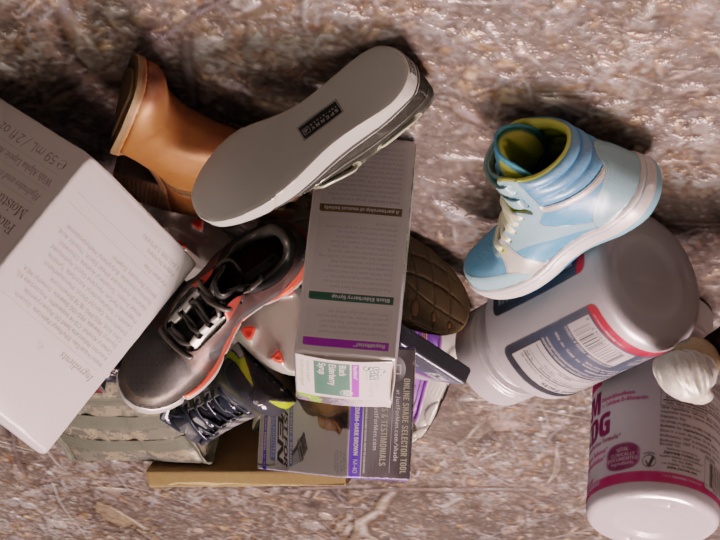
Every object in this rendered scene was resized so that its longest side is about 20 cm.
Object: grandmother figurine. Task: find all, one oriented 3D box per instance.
[{"bbox_3d":[0.308,0.050,1.557,0.199,0.061,0.121,-28,160,-34],"label":"grandmother figurine"}]

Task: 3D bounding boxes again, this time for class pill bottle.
[{"bbox_3d":[0.174,0.040,1.620,0.119,0.120,0.200,26,145,-28],"label":"pill bottle"},{"bbox_3d":[0.254,0.126,1.665,0.112,0.201,0.114,6,149,3],"label":"pill bottle"}]

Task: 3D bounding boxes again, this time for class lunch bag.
[{"bbox_3d":[-0.228,0.087,1.799,0.163,0.118,0.200,-1,141,22],"label":"lunch bag"}]

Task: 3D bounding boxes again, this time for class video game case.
[{"bbox_3d":[-0.013,0.055,1.683,0.143,0.019,0.200,33,163,-28],"label":"video game case"}]

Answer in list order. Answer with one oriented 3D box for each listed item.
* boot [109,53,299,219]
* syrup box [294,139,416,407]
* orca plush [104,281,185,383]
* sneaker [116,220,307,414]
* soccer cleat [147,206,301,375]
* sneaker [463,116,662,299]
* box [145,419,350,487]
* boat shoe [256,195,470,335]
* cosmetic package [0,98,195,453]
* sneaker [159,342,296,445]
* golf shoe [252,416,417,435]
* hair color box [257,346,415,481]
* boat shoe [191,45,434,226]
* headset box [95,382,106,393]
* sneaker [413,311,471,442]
[{"bbox_3d":[-0.113,-0.100,1.505,0.154,0.074,0.200,10,160,-2],"label":"boot"},{"bbox_3d":[-0.004,-0.001,1.513,0.081,0.201,0.079,6,150,3],"label":"syrup box"},{"bbox_3d":[-0.155,0.044,1.645,0.071,0.106,0.200,3,-170,31],"label":"orca plush"},{"bbox_3d":[-0.124,0.028,1.543,0.077,0.200,0.082,42,176,12],"label":"sneaker"},{"bbox_3d":[-0.102,0.013,1.628,0.200,0.069,0.078,43,174,14],"label":"soccer cleat"},{"bbox_3d":[0.123,-0.056,1.517,0.130,0.080,0.200,27,136,-31],"label":"sneaker"},{"bbox_3d":[-0.089,0.167,1.876,0.199,0.164,0.021,-1,110,15],"label":"box"},{"bbox_3d":[0.000,0.000,1.649,0.199,0.072,0.068,26,154,-15],"label":"boat shoe"},{"bbox_3d":[-0.276,0.000,1.526,0.164,0.200,0.165,30,167,40],"label":"cosmetic package"},{"bbox_3d":[-0.117,0.114,1.660,0.074,0.081,0.200,44,165,-11],"label":"sneaker"},{"bbox_3d":[-0.027,0.142,1.781,0.078,0.098,0.200,30,175,-37],"label":"golf shoe"},{"bbox_3d":[-0.024,0.119,1.645,0.064,0.110,0.200,5,175,-26],"label":"hair color box"},{"bbox_3d":[-0.033,-0.089,1.453,0.199,0.071,0.064,-31,148,13],"label":"boat shoe"},{"bbox_3d":[-0.293,0.028,1.679,0.199,0.150,0.077,-3,148,17],"label":"headset box"},{"bbox_3d":[0.049,0.084,1.790,0.083,0.081,0.200,25,142,5],"label":"sneaker"}]
